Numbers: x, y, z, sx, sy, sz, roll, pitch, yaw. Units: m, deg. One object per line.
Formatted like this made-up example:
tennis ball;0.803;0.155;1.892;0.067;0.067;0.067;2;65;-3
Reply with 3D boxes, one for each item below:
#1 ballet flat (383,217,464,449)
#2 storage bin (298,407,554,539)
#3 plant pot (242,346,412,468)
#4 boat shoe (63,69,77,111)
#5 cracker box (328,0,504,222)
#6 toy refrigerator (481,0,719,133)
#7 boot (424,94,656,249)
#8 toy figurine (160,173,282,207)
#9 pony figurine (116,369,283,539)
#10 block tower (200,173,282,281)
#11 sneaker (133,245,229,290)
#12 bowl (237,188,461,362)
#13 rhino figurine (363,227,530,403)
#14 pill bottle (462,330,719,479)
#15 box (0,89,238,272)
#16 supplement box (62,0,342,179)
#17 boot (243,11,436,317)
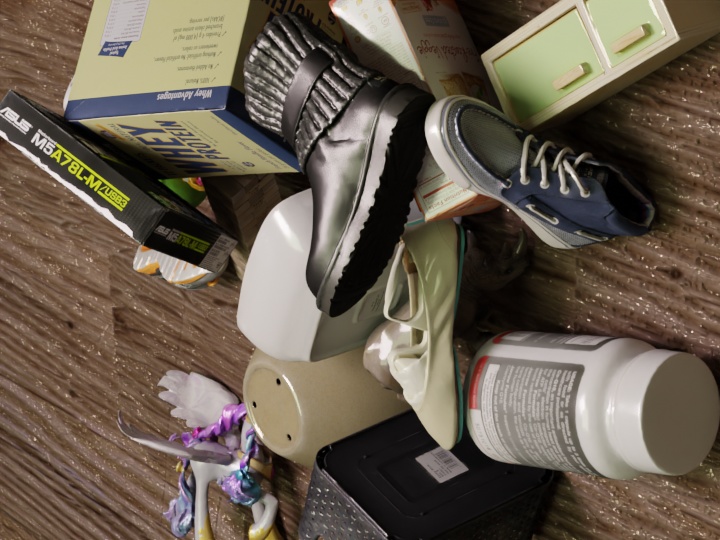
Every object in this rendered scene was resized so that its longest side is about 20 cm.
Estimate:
ballet flat;0.051;0.053;1.484;0.069;0.069;0.202;9;102;49
storage bin;0.059;0.205;1.578;0.135;0.199;0.094;42;135;33
plant pot;-0.035;0.113;1.713;0.200;0.134;0.202;25;123;44
boat shoe;-0.227;-0.226;1.700;0.066;0.201;0.074;4;138;27
cracker box;0.063;-0.145;1.471;0.057;0.134;0.201;-26;84;27
toy refrigerator;0.183;-0.177;1.365;0.200;0.070;0.076;-28;82;52
boot;0.144;-0.082;1.381;0.090;0.199;0.073;-8;61;45
toy figurine;-0.137;-0.140;1.756;0.183;0.150;0.201;8;132;40
pony figurine;-0.158;0.203;1.919;0.191;0.167;0.202;14;117;12
block tower;-0.104;-0.046;1.725;0.058;0.054;0.201;39;161;32
sneaker;-0.173;-0.015;1.857;0.079;0.077;0.200;-66;23;-6
bowl;0.000;0.000;1.556;0.075;0.198;0.201;55;148;28
rhino figurine;0.079;0.036;1.548;0.200;0.087;0.060;-48;36;23
pill bottle;0.188;0.111;1.446;0.199;0.113;0.115;2;107;51
box;-0.225;-0.079;1.634;0.193;0.200;0.048;39;93;17
supplement box;-0.135;-0.203;1.593;0.199;0.134;0.202;-1;69;36
boot;-0.035;-0.086;1.423;0.157;0.079;0.213;29;111;26
